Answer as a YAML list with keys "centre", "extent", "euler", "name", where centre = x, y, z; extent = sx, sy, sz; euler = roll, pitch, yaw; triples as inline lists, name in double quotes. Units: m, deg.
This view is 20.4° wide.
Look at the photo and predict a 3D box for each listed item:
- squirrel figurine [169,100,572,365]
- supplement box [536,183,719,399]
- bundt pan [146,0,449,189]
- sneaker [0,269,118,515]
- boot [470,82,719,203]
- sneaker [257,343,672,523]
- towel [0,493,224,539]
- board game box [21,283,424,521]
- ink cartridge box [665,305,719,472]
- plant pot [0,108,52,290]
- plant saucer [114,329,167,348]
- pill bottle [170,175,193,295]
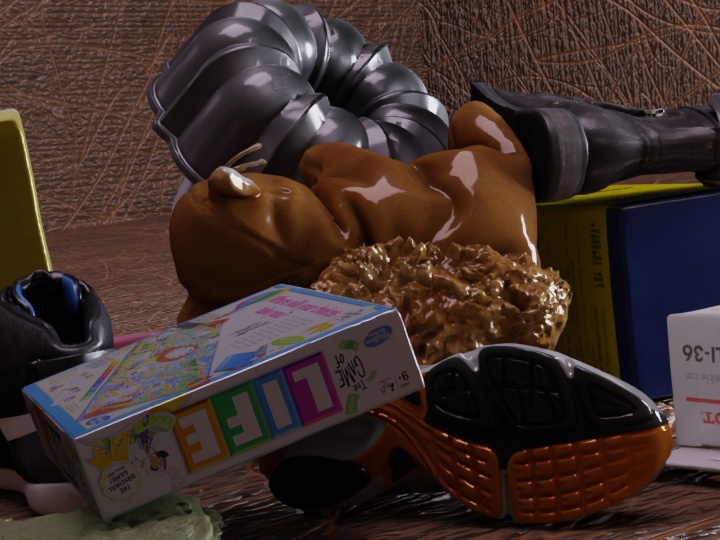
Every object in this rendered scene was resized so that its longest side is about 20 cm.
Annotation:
- centre: [0.000, 0.000, 1.032]
  extent: [0.185, 0.142, 0.200]
  euler: [8, 28, -27]
  name: "squirrel figurine"
- centre: [0.145, 0.008, 1.187]
  extent: [0.109, 0.110, 0.200]
  euler: [-9, 6, -27]
  name: "supplement box"
- centre: [-0.023, -0.091, 1.200]
  extent: [0.201, 0.076, 0.202]
  euler: [27, 29, -16]
  name: "bundt pan"
- centre: [-0.163, 0.054, 1.022]
  extent: [0.072, 0.113, 0.200]
  euler: [-7, 5, -27]
  name: "sneaker"
- centre: [0.160, -0.072, 1.146]
  extent: [0.172, 0.070, 0.200]
  euler: [-5, 12, -15]
  name: "boot"
- centre: [0.054, 0.067, 0.885]
  extent: [0.199, 0.077, 0.092]
  euler: [-1, 3, 36]
  name: "sneaker"
- centre: [-0.117, 0.119, 0.700]
  extent: [0.147, 0.037, 0.200]
  euler: [-7, 6, -6]
  name: "towel"
- centre: [-0.065, 0.049, 0.839]
  extent: [0.133, 0.035, 0.200]
  euler: [-22, 8, -13]
  name: "board game box"
- centre: [0.224, 0.045, 0.926]
  extent: [0.199, 0.068, 0.116]
  euler: [-11, 7, -42]
  name: "ink cartridge box"
- centre: [-0.354, -0.004, 1.493]
  extent: [0.198, 0.197, 0.194]
  euler: [-10, 5, 8]
  name: "plant pot"
- centre: [-0.094, 0.067, 1.153]
  extent: [0.198, 0.051, 0.201]
  euler: [-5, 6, 1]
  name: "plant saucer"
- centre: [-0.062, -0.003, 1.321]
  extent: [0.110, 0.112, 0.200]
  euler: [-6, -17, -1]
  name: "pill bottle"
